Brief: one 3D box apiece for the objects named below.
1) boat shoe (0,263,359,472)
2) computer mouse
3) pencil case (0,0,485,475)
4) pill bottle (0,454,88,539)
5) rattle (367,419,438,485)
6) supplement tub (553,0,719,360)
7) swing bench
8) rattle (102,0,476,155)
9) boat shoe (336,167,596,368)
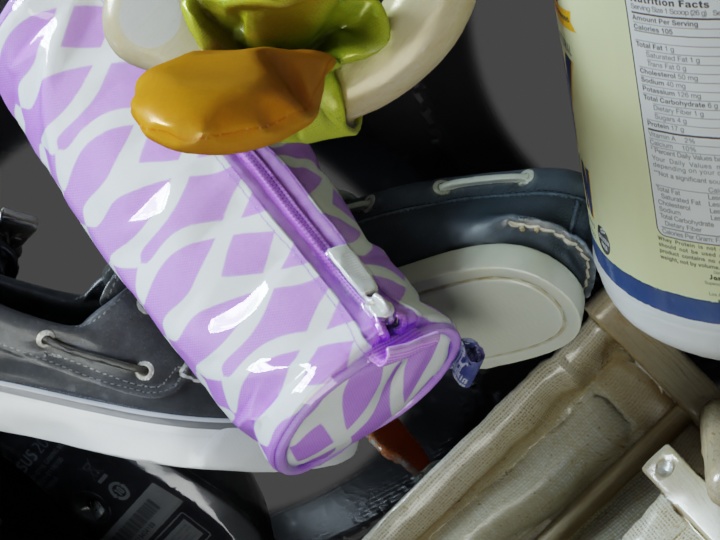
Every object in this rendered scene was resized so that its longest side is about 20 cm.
[{"bbox_3d":[-0.094,0.024,1.003,0.199,0.070,0.067,11,104,-3],"label":"boat shoe"},{"bbox_3d":[-0.107,0.063,1.092,0.200,0.053,0.138,41,130,-9],"label":"computer mouse"},{"bbox_3d":[-0.049,-0.024,0.957,0.200,0.084,0.086,50,154,17],"label":"pencil case"},{"bbox_3d":[-0.195,0.158,1.031,0.112,0.112,0.200,38,98,-17],"label":"pill bottle"},{"bbox_3d":[0.068,0.150,1.109,0.142,0.130,0.201,0,96,-6],"label":"rattle"},{"bbox_3d":[0.136,-0.086,0.909,0.144,0.145,0.201,-6,119,10],"label":"supplement tub"},{"bbox_3d":[0.073,0.137,0.939,0.199,0.200,0.130,-45,105,7],"label":"swing bench"},{"bbox_3d":[-0.017,-0.140,0.859,0.130,0.143,0.200,33,101,22],"label":"rattle"},{"bbox_3d":[0.000,0.000,1.027,0.199,0.062,0.075,-13,134,39],"label":"boat shoe"}]
